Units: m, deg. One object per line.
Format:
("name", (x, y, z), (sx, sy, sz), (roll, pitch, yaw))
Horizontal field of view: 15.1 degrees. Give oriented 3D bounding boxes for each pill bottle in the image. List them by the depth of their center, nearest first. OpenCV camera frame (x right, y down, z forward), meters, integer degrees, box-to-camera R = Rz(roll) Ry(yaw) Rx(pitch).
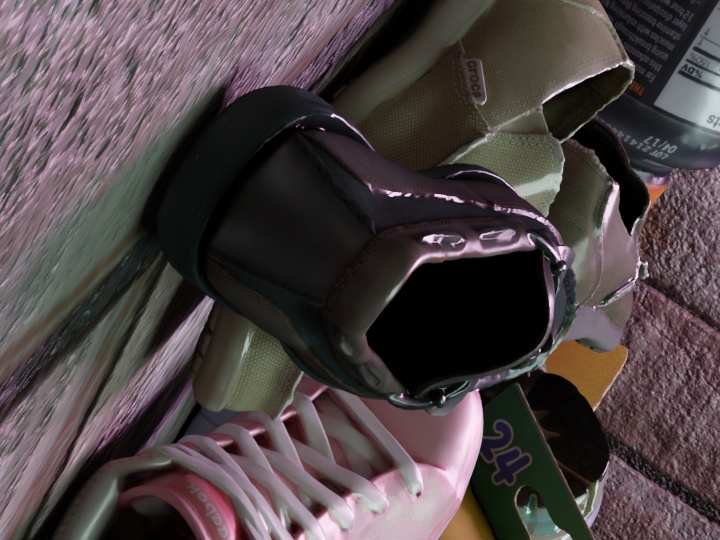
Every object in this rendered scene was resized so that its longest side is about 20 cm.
("pill bottle", (0.131, -0.114, 1.071), (0.201, 0.106, 0.106), (-58, 174, 23))

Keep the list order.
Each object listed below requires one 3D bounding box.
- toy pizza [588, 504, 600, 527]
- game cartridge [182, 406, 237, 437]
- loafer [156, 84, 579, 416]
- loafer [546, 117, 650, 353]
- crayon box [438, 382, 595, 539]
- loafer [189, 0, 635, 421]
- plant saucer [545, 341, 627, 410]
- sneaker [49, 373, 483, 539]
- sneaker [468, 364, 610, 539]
("toy pizza", (0.023, 0.137, 1.248), (0.200, 0.032, 0.200), (-32, -170, 6))
("game cartridge", (0.000, 0.000, 0.964), (0.201, 0.041, 0.133), (-58, 171, 15))
("loafer", (0.017, 0.010, 0.692), (0.072, 0.063, 0.200), (-56, 154, 6))
("loafer", (0.079, -0.016, 0.979), (0.070, 0.075, 0.200), (-52, 175, 8))
("crayon box", (-0.004, 0.142, 0.966), (0.200, 0.126, 0.051), (-38, 152, 25))
("loafer", (0.021, -0.027, 0.795), (0.200, 0.068, 0.076), (-53, 174, -32))
("plant saucer", (0.008, 0.098, 1.252), (0.199, 0.049, 0.200), (-29, -169, 32))
("sneaker", (-0.029, 0.076, 0.826), (0.200, 0.075, 0.105), (-38, 168, -25))
("sneaker", (0.040, 0.055, 1.070), (0.200, 0.077, 0.087), (-102, -164, -53))
